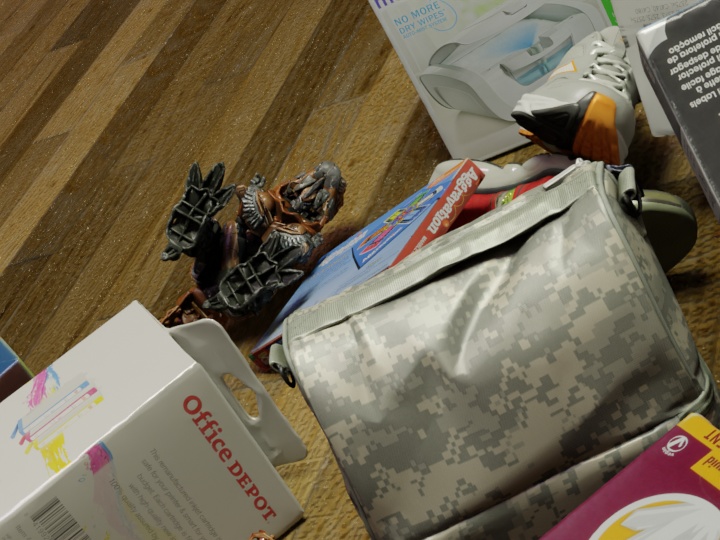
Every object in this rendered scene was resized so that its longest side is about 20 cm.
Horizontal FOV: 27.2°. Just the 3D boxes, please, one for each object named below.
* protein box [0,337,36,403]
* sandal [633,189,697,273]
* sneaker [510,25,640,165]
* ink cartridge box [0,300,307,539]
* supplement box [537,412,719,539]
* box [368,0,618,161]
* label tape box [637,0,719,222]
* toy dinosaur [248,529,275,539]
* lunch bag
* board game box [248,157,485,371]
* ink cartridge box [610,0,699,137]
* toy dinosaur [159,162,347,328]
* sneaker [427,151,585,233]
[{"bbox_3d":[-0.297,0.142,1.010,0.200,0.136,0.198,-40,29,-14],"label":"protein box"},{"bbox_3d":[0.111,0.026,0.866,0.200,0.080,0.058,-33,46,11],"label":"sandal"},{"bbox_3d":[0.146,-0.116,0.941,0.093,0.075,0.200,-60,1,5],"label":"sneaker"},{"bbox_3d":[-0.142,0.126,0.891,0.199,0.129,0.125,-38,29,-12],"label":"ink cartridge box"},{"bbox_3d":[0.110,0.168,0.619,0.199,0.086,0.110,-37,29,-9],"label":"supplement box"},{"bbox_3d":[0.124,-0.200,1.080,0.198,0.177,0.097,-20,30,20],"label":"box"},{"bbox_3d":[0.239,-0.052,0.707,0.143,0.202,0.063,-26,-12,9],"label":"label tape box"},{"bbox_3d":[-0.088,0.226,0.748,0.134,0.103,0.200,10,30,20],"label":"toy dinosaur"},{"bbox_3d":[0.075,0.054,0.745,0.198,0.169,0.140,-26,29,10],"label":"lunch bag"},{"bbox_3d":[0.000,0.000,0.979,0.103,0.019,0.200,-55,12,-32],"label":"board game box"},{"bbox_3d":[0.213,-0.158,0.888,0.115,0.202,0.066,-33,20,-36],"label":"ink cartridge box"},{"bbox_3d":[-0.084,-0.001,1.063,0.136,0.101,0.202,85,-151,-76],"label":"toy dinosaur"},{"bbox_3d":[0.107,-0.020,0.950,0.199,0.077,0.086,0,59,54],"label":"sneaker"}]
